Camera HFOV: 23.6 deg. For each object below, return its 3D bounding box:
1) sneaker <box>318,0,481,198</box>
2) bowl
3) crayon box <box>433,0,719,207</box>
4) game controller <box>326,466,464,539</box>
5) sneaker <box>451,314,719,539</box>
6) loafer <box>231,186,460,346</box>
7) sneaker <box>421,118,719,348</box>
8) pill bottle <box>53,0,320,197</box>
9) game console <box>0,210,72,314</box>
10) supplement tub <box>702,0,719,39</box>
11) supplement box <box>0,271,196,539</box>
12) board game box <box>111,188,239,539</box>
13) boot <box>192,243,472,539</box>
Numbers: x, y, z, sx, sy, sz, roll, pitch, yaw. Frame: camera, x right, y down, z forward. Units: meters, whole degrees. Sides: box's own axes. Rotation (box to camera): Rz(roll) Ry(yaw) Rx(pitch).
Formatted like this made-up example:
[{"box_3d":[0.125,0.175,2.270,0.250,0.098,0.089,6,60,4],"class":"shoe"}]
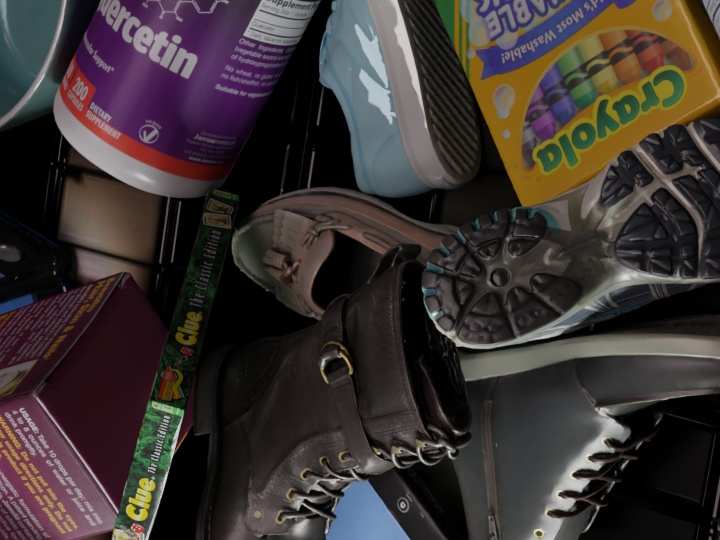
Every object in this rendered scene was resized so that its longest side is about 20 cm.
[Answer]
[{"box_3d":[0.004,-0.136,0.943,0.082,0.074,0.200,-14,81,33],"class":"sneaker"},{"box_3d":[-0.216,-0.177,1.088,0.201,0.105,0.201,0,90,37],"class":"bowl"},{"box_3d":[0.118,-0.114,0.871,0.126,0.052,0.200,-32,72,33],"class":"crayon box"},{"box_3d":[0.010,0.153,0.953,0.200,0.042,0.104,52,137,24],"class":"game controller"},{"box_3d":[0.126,0.083,0.861,0.200,0.075,0.106,-12,88,46],"class":"sneaker"},{"box_3d":[0.000,0.000,0.946,0.200,0.063,0.072,12,116,35],"class":"loafer"},{"box_3d":[0.127,-0.016,0.837,0.200,0.086,0.078,-16,80,3],"class":"sneaker"},{"box_3d":[-0.089,-0.148,0.988,0.112,0.112,0.200,42,114,29],"class":"pill bottle"},{"box_3d":[-0.288,0.045,1.143,0.200,0.171,0.118,-18,53,35],"class":"game console"},{"box_3d":[0.203,-0.142,0.773,0.107,0.107,0.200,-32,73,33],"class":"supplement tub"},{"box_3d":[-0.215,0.098,1.046,0.200,0.131,0.103,-18,114,30],"class":"supplement box"},{"box_3d":[-0.099,0.050,0.942,0.023,0.200,0.105,13,123,-4],"class":"board game box"},{"box_3d":[-0.011,0.101,0.895,0.174,0.069,0.200,-21,76,44],"class":"boot"}]
